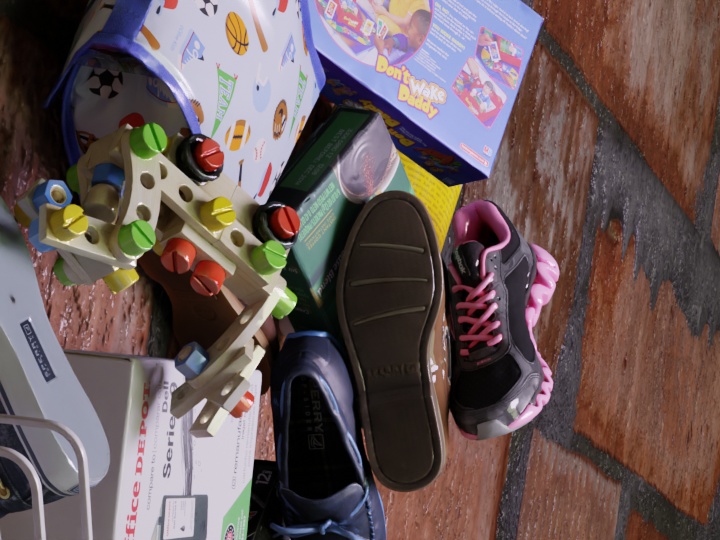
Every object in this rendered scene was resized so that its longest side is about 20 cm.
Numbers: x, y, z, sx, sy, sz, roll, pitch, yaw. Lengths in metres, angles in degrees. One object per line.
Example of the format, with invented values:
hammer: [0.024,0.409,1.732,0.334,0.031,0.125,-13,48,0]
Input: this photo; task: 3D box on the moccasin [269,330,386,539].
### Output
moccasin: [-0.032,0.142,1.732,0.068,0.080,0.201,-74,151,-68]

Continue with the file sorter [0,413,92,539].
file sorter: [-0.232,0.161,1.294,0.200,0.124,0.139,-38,129,-63]

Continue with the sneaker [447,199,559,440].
sneaker: [0.084,0.029,1.785,0.200,0.079,0.096,-84,150,-49]

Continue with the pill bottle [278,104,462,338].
pill bottle: [0.008,-0.035,1.913,0.113,0.112,0.200,64,39,-55]

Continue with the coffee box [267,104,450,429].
coffee box: [0.000,0.000,1.777,0.123,0.044,0.200,-50,135,-31]

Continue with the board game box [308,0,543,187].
board game box: [0.025,-0.167,1.780,0.200,0.045,0.135,35,63,-30]

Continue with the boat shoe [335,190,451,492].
boat shoe: [0.024,0.046,1.741,0.068,0.072,0.201,-22,112,-81]

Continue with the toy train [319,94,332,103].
toy train: [0.023,-0.164,1.864,0.200,0.115,0.085,-81,167,-64]

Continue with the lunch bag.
lunch bag: [-0.109,-0.129,1.562,0.200,0.123,0.170,81,25,-53]

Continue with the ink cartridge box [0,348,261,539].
ink cartridge box: [-0.141,0.125,1.589,0.200,0.084,0.147,11,84,-69]

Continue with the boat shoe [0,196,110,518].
boat shoe: [-0.216,0.040,1.398,0.201,0.091,0.071,67,22,1]

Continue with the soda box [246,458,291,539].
soda box: [-0.069,0.215,1.837,0.200,0.063,0.071,70,33,-48]

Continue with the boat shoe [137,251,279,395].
boat shoe: [-0.093,0.004,1.709,0.200,0.070,0.070,69,36,-50]

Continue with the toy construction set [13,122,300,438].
toy construction set: [-0.103,-0.003,1.465,0.200,0.092,0.131,54,40,-33]
